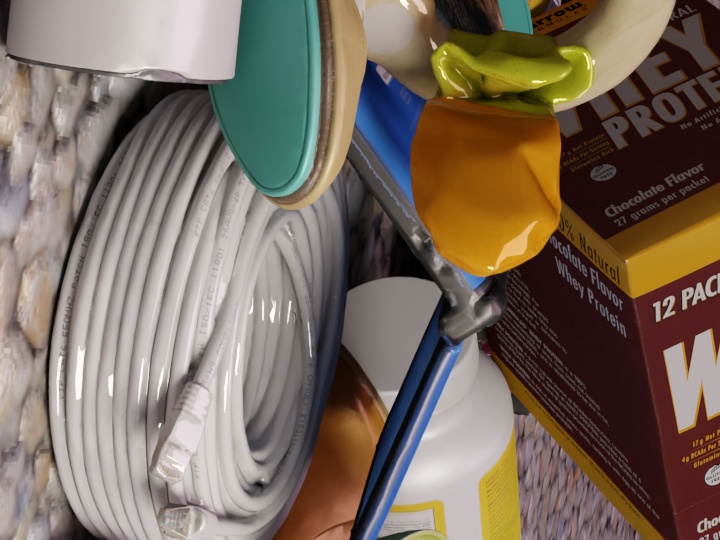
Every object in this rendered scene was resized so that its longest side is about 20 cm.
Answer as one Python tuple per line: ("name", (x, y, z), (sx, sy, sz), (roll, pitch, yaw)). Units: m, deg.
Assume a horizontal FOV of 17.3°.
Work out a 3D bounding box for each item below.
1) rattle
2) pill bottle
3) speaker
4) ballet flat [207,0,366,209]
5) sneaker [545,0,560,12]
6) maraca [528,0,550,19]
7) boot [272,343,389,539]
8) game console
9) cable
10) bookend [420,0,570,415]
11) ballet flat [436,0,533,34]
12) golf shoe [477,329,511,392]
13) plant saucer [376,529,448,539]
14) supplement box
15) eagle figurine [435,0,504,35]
("rattle", (0.074, -0.121, 0.839), (0.200, 0.130, 0.143), (-48, -175, 27))
("pill bottle", (0.026, 0.101, 1.239), (0.200, 0.112, 0.112), (83, 22, -45))
("speaker", (-0.071, -0.167, 0.802), (0.081, 0.081, 0.200), (-21, 118, -72))
("ballet flat", (-0.028, -0.117, 0.862), (0.063, 0.069, 0.200), (0, 68, -46))
("sneaker", (0.060, -0.142, 1.280), (0.115, 0.075, 0.200), (71, 35, -69))
("maraca", (0.052, -0.192, 1.178), (0.137, 0.107, 0.200), (54, 35, -46))
("boot", (-0.040, 0.135, 1.117), (0.144, 0.071, 0.201), (-50, 137, -40))
("game console", (0.000, 0.000, 0.985), (0.171, 0.118, 0.200), (54, 11, -7))
("cable", (-0.060, 0.025, 0.976), (0.200, 0.069, 0.200), (58, 42, -67))
("bookend", (0.090, -0.048, 1.404), (0.200, 0.092, 0.199), (-50, 148, -62))
("ballet flat", (0.023, -0.162, 1.064), (0.068, 0.068, 0.200), (-21, 96, -36))
("golf shoe", (0.075, -0.035, 1.255), (0.092, 0.075, 0.200), (-91, -176, -58))
("plant saucer", (-0.019, 0.196, 0.994), (0.200, 0.031, 0.200), (-48, 150, -40))
("supplement box", (0.147, -0.002, 1.121), (0.197, 0.133, 0.200), (49, -20, 50))
("eagle figurine", (0.031, -0.164, 0.963), (0.152, 0.200, 0.151), (-13, -131, 62))
